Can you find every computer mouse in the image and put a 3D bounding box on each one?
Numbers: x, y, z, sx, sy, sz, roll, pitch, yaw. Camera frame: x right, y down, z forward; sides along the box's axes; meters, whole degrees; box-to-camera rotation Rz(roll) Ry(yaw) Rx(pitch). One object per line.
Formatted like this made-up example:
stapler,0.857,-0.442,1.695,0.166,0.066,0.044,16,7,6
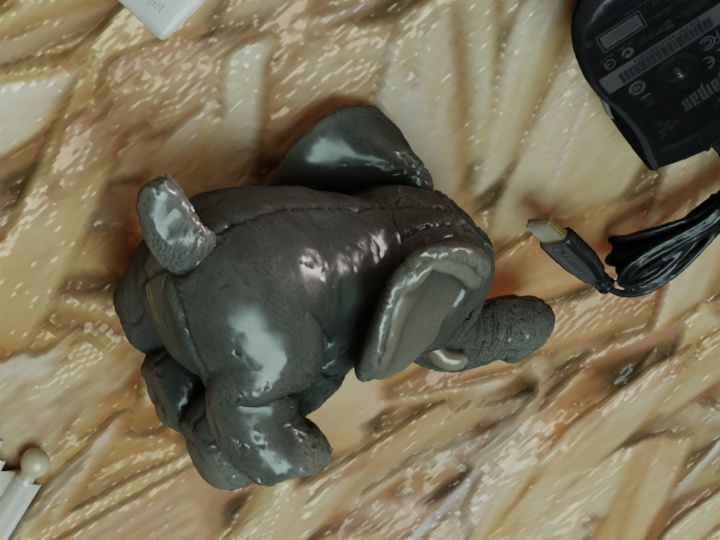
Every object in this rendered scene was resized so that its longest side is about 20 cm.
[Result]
computer mouse,0.123,-0.070,1.339,0.140,0.046,0.200,-35,138,11

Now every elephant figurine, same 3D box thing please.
elephant figurine,0.000,0.000,1.295,0.199,0.155,0.142,-25,90,-19

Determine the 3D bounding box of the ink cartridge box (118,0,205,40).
ink cartridge box,-0.052,-0.210,1.075,0.145,0.083,0.200,43,103,-11

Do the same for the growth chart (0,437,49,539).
growth chart,-0.239,0.104,1.319,0.199,0.018,0.145,28,111,-39
